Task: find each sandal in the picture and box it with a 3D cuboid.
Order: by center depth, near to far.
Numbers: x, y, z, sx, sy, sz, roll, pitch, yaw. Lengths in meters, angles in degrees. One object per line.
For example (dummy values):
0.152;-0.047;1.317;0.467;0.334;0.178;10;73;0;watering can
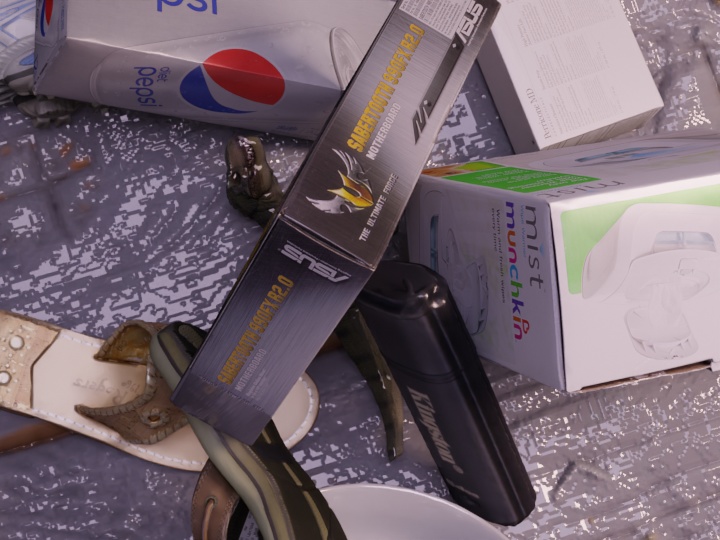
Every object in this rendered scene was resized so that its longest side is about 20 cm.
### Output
-0.058;0.117;0.782;0.057;0.080;0.201;-37;64;9;sandal
-0.125;0.061;0.845;0.211;0.070;0.078;12;78;-4;sandal

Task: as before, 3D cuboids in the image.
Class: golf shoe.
-0.231;-0.125;0.875;0.199;0.078;0.097;-11;74;-18;golf shoe

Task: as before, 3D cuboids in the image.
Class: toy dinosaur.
0.000;0.000;0.887;0.088;0.047;0.200;-32;88;-7;toy dinosaur

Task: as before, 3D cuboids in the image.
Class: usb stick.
0.046;0.067;0.806;0.055;0.200;0.033;13;56;33;usb stick

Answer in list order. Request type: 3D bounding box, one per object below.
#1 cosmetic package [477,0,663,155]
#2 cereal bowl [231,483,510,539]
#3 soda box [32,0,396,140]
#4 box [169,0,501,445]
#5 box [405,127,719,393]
0.099;-0.168;0.923;0.082;0.051;0.200;-19;81;-13;cosmetic package
0.008;0.214;0.804;0.199;0.083;0.200;8;44;-8;cereal bowl
-0.074;-0.123;0.852;0.200;0.063;0.068;8;66;-26;soda box
-0.011;-0.035;0.755;0.048;0.158;0.200;30;49;-4;box
0.147;-0.011;0.808;0.199;0.176;0.097;-10;100;-19;box
